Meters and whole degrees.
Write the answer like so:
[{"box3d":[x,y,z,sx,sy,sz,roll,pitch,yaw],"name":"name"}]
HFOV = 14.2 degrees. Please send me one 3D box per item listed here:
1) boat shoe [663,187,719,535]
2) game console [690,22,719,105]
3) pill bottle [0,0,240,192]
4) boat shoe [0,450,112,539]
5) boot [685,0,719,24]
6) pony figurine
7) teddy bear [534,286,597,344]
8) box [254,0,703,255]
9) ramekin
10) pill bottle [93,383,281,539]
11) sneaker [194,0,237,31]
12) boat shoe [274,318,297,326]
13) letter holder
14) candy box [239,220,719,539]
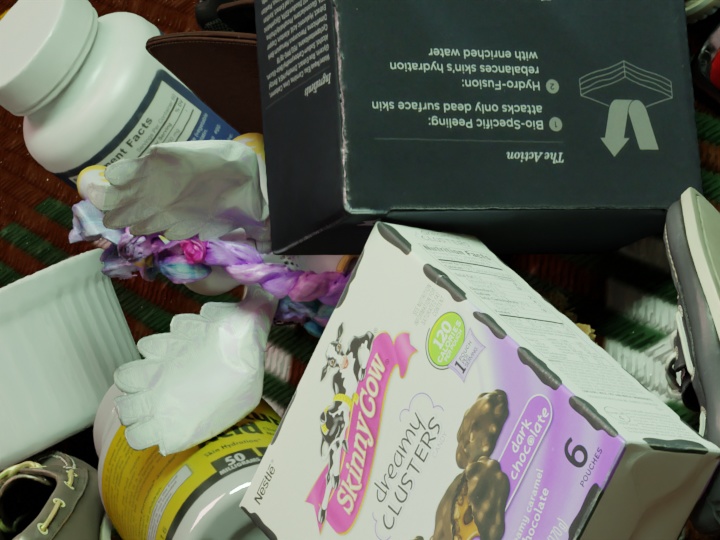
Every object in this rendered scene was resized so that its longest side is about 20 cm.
[{"box3d":[0.163,0.041,1.364,0.063,0.073,0.201,-35,39,23],"name":"boat shoe"},{"box3d":[0.232,-0.174,1.456,0.200,0.172,0.119,-51,56,5],"name":"game console"},{"box3d":[-0.138,-0.089,1.797,0.111,0.200,0.111,-35,34,28],"name":"pill bottle"},{"box3d":[-0.179,0.140,1.629,0.072,0.060,0.200,-37,18,5],"name":"boat shoe"},{"box3d":[0.150,-0.193,1.580,0.075,0.107,0.200,-56,25,-17],"name":"boot"},{"box3d":[-0.073,-0.009,1.547,0.200,0.192,0.168,29,125,53],"name":"pony figurine"},{"box3d":[0.053,0.069,1.492,0.199,0.067,0.145,-9,28,40],"name":"teddy bear"},{"box3d":[0.055,-0.114,1.466,0.117,0.196,0.201,154,114,-65],"name":"box"},{"box3d":[-0.226,0.073,1.773,0.200,0.098,0.200,-27,0,0],"name":"ramekin"},{"box3d":[-0.080,0.122,1.582,0.111,0.111,0.200,-52,30,2],"name":"pill bottle"},{"box3d":[-0.032,-0.203,1.860,0.199,0.114,0.077,-30,38,31],"name":"sneaker"},{"box3d":[0.000,0.000,1.653,0.200,0.074,0.074,-12,60,58],"name":"boat shoe"},{"box3d":[-0.010,-0.126,1.621,0.200,0.142,0.101,9,65,55],"name":"letter holder"},{"box3d":[0.051,0.099,1.357,0.200,0.071,0.168,42,114,42],"name":"candy box"}]
